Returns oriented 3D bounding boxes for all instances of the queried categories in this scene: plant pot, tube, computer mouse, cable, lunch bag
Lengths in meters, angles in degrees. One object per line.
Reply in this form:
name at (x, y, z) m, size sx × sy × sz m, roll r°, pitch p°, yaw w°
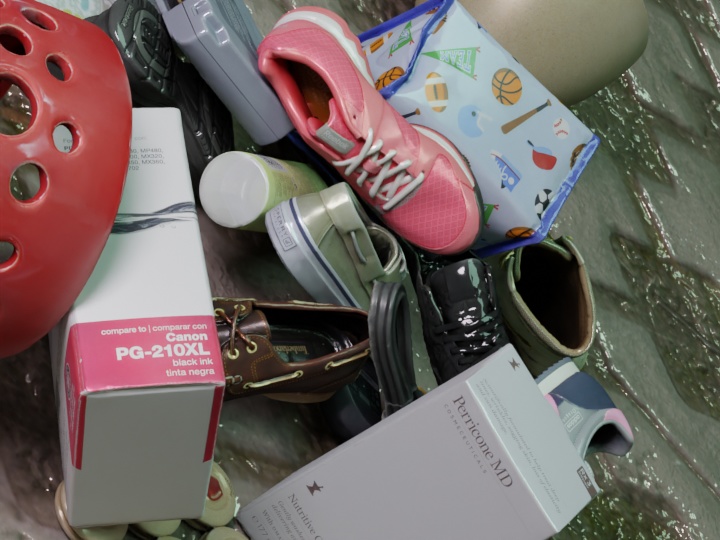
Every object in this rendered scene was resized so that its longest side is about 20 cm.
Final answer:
plant pot at (-0.248, -0.070, 1.194) m, size 0.182 × 0.200 × 0.201 m, roll 21°, pitch 46°, yaw -38°
tube at (-0.050, -0.049, 1.530) m, size 0.200 × 0.052 × 0.058 m, roll 2°, pitch 93°, yaw -70°
computer mouse at (-0.016, 0.045, 1.559) m, size 0.059 × 0.034 × 0.201 m, roll 48°, pitch 24°, yaw -36°
cable at (0.018, 0.089, 1.451) m, size 0.200 × 0.050 × 0.097 m, roll 65°, pitch 40°, yaw -51°
plant pot at (0.121, -0.201, 1.834) m, size 0.200 × 0.200 × 0.135 m, roll 47°, pitch 69°, yaw -14°
lunch bag at (0.041, -0.088, 1.607) m, size 0.170 × 0.200 × 0.124 m, roll 44°, pitch 63°, yaw -20°

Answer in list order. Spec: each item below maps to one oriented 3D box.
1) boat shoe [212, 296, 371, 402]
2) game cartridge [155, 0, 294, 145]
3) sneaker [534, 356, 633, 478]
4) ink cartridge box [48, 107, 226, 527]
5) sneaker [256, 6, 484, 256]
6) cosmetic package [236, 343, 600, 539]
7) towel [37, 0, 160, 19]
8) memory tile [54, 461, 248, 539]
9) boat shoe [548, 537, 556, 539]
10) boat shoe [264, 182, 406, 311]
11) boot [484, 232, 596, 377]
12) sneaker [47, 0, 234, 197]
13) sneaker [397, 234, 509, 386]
boat shoe at (-0.077, 0.046, 1.409) m, size 0.199 × 0.070 × 0.071 m, roll -3°, pitch 63°, yaw -39°
game cartridge at (-0.105, -0.178, 1.506) m, size 0.133 × 0.040 × 0.200 m, roll 46°, pitch 14°, yaw -44°
sneaker at (0.114, 0.137, 1.495) m, size 0.082 × 0.070 × 0.200 m, roll 41°, pitch 52°, yaw 12°
ink cartridge box at (-0.136, 0.025, 1.275) m, size 0.084 × 0.145 × 0.201 m, roll -3°, pitch 54°, yaw -13°
sneaker at (-0.002, -0.082, 1.453) m, size 0.200 × 0.074 × 0.087 m, roll 49°, pitch 24°, yaw 1°
cosmetic package at (0.036, 0.144, 1.376) m, size 0.113 × 0.200 × 0.081 m, roll 57°, pitch 32°, yaw 2°
towel at (-0.217, -0.222, 1.511) m, size 0.171 × 0.048 × 0.201 m, roll 12°, pitch 52°, yaw -51°
memory tile at (-0.100, 0.205, 1.315) m, size 0.153 × 0.017 × 0.201 m, roll -1°, pitch 63°, yaw -53°
boat shoe at (0.103, 0.200, 1.555) m, size 0.203 × 0.075 × 0.075 m, roll 52°, pitch -11°, yaw 14°
boat shoe at (0.000, 0.000, 1.492) m, size 0.200 × 0.062 × 0.072 m, roll 43°, pitch 25°, yaw -64°
boot at (0.123, -0.015, 1.689) m, size 0.155 × 0.072 × 0.201 m, roll 81°, pitch -15°, yaw -81°
sneaker at (-0.147, -0.110, 1.478) m, size 0.200 × 0.090 × 0.076 m, roll 53°, pitch 30°, yaw -50°
sneaker at (0.070, 0.041, 1.481) m, size 0.200 × 0.060 × 0.105 m, roll -120°, pitch -163°, yaw -67°
